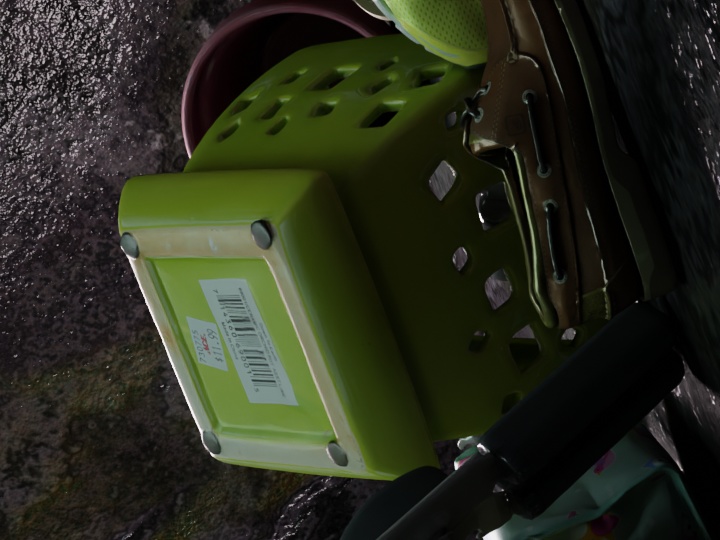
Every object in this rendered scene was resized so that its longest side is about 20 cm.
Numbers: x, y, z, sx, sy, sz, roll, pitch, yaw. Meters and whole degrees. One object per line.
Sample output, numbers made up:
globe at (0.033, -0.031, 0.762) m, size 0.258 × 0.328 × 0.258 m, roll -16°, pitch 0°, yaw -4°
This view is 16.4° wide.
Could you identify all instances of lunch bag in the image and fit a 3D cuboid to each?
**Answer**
lunch bag at (0.145, 0.183, 1.344) m, size 0.201 × 0.122 × 0.170 m, roll 62°, pitch 180°, yaw -17°

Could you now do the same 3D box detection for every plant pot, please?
plant pot at (-0.038, -0.146, 2.085) m, size 0.179 × 0.199 × 0.201 m, roll -69°, pitch -40°, yaw -69°
plant pot at (0.000, 0.000, 1.314) m, size 0.198 × 0.181 × 0.201 m, roll 1°, pitch 117°, yaw 51°

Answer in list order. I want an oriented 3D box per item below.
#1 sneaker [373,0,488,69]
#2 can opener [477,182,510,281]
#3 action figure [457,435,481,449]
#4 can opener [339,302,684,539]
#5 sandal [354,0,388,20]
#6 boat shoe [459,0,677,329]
sneaker at (0.028, -0.190, 1.204) m, size 0.090 × 0.078 × 0.201 m, roll -151°, pitch 37°, yaw -76°
can opener at (0.095, -0.051, 1.429) m, size 0.200 × 0.053 × 0.067 m, roll 73°, pitch -153°, yaw -71°
action figure at (0.119, 0.120, 1.531) m, size 0.119 × 0.102 × 0.200 m, roll 41°, pitch -179°, yaw -14°
can opener at (0.070, 0.085, 1.191) m, size 0.066 × 0.200 × 0.053 m, roll 39°, pitch 158°, yaw 40°
sandal at (0.016, -0.218, 1.530) m, size 0.070 × 0.078 × 0.212 m, roll 34°, pitch -158°, yaw -47°
boat shoe at (0.079, -0.072, 1.142) m, size 0.072 × 0.068 × 0.201 m, roll 71°, pitch 179°, yaw -80°
